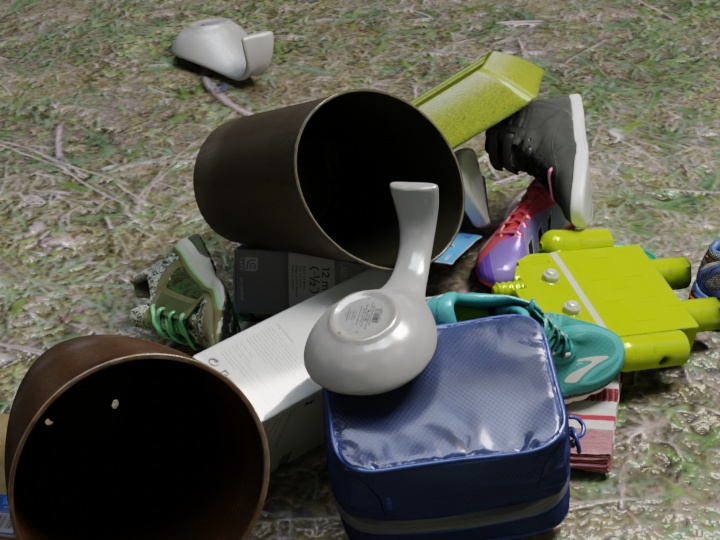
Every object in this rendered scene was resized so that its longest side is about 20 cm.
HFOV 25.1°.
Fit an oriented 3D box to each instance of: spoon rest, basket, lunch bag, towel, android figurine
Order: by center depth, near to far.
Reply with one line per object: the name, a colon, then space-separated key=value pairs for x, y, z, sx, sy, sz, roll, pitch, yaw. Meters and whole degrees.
spoon rest: x=0.021 y=0.020 z=1.221 sx=0.099 sy=0.061 sz=0.200 roll=4 pitch=47 yaw=20
lunch bag: x=0.073 y=0.128 z=1.227 sx=0.199 sy=0.133 sz=0.136 roll=-6 pitch=48 yaw=1
basket: x=-0.043 y=-0.076 z=1.356 sx=0.180 sy=0.136 sz=0.200 roll=27 pitch=-14 yaw=-36
towel: x=0.149 y=0.105 z=1.376 sx=0.143 sy=0.023 sz=0.200 roll=3 pitch=29 yaw=12
android figurine: x=0.215 y=0.026 z=1.427 sx=0.199 sy=0.041 sz=0.182 roll=-3 pitch=39 yaw=-19
spoon rest: x=-0.165 y=-0.273 z=1.998 sx=0.099 sy=0.061 sz=0.200 roll=-16 pitch=20 yaw=-24

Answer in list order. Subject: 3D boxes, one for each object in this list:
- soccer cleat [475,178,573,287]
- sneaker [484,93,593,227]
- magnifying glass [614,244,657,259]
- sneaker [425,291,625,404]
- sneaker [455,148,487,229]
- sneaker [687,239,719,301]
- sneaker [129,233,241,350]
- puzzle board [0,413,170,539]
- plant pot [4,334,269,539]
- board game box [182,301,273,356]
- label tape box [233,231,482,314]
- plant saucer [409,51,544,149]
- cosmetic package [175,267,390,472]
soccer cleat: x=0.167 y=-0.049 z=1.579 sx=0.067 sy=0.077 sz=0.200 roll=15 pitch=34 yaw=27
sneaker: x=0.170 y=-0.101 z=1.546 sx=0.099 sy=0.071 sz=0.200 roll=-4 pitch=36 yaw=5
magnifying glass: x=0.210 y=0.016 z=1.503 sx=0.079 sy=0.022 sz=0.200 roll=19 pitch=32 yaw=35
sneaker: x=0.130 y=0.059 z=1.294 sx=0.199 sy=0.080 sz=0.078 roll=10 pitch=68 yaw=-24
sneaker: x=0.070 y=-0.069 z=1.557 sx=0.099 sy=0.071 sz=0.200 roll=-7 pitch=-7 yaw=7
sneaker: x=0.400 y=0.006 z=1.471 sx=0.199 sy=0.079 sz=0.075 roll=-5 pitch=31 yaw=-5
sneaker: x=-0.156 y=0.043 z=1.425 sx=0.088 sy=0.077 sz=0.200 roll=-22 pitch=28 yaw=-7
puzzle board: x=-0.234 y=0.171 z=1.290 sx=0.199 sy=0.017 sz=0.151 roll=3 pitch=32 yaw=10
plant pot: x=-0.188 y=0.124 z=1.207 sx=0.186 sy=0.188 sz=0.200 roll=-14 pitch=19 yaw=-19
board game box: x=-0.058 y=0.062 z=1.459 sx=0.199 sy=0.024 sz=0.105 roll=0 pitch=28 yaw=2
label tape box: x=0.000 y=0.000 z=1.475 sx=0.199 sy=0.066 sz=0.143 roll=5 pitch=14 yaw=14
plant saucer: x=0.073 y=-0.143 z=1.520 sx=0.199 sy=0.048 sz=0.200 roll=-30 pitch=8 yaw=15
cosmetic package: x=-0.048 y=0.088 z=1.308 sx=0.200 sy=0.113 sz=0.081 roll=-26 pitch=64 yaw=-33
